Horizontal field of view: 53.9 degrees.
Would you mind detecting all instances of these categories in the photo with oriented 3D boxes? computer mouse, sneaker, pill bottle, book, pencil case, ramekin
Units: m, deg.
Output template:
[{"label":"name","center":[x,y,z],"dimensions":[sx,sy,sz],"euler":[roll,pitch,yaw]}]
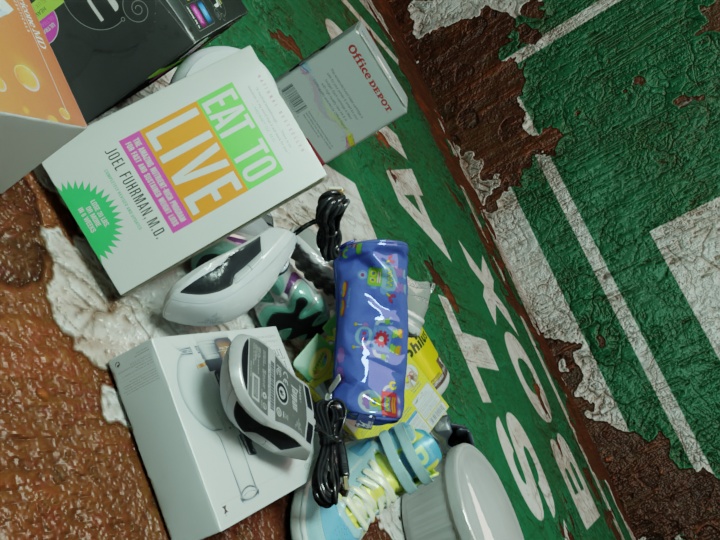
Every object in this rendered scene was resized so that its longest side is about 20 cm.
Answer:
[{"label":"computer mouse","center":[-0.067,0.121,0.598],"dimensions":[0.200,0.043,0.110],"euler":[53,25,-45]},{"label":"sneaker","center":[0.135,0.268,1.017],"dimensions":[0.200,0.080,0.074],"euler":[43,26,-44]},{"label":"pill bottle","center":[0.028,0.089,0.939],"dimensions":[0.201,0.109,0.109],"euler":[58,19,-10]},{"label":"book","center":[-0.148,-0.087,0.605],"dimensions":[0.134,0.199,0.048],"euler":[59,-13,-5]},{"label":"sneaker","center":[0.013,0.212,0.695],"dimensions":[0.080,0.130,0.200],"euler":[61,19,-9]},{"label":"sneaker","center":[0.000,0.000,0.852],"dimensions":[0.199,0.082,0.075],"euler":[34,-17,-15]},{"label":"sneaker","center":[-0.104,-0.017,0.788],"dimensions":[0.200,0.077,0.141],"euler":[44,26,-43]},{"label":"pencil case","center":[0.007,0.064,0.744],"dimensions":[0.086,0.078,0.202],"euler":[9,76,-25]},{"label":"pill bottle","center":[-0.142,-0.166,0.730],"dimensions":[0.113,0.112,0.200],"euler":[58,-9,-12]},{"label":"ramekin","center":[0.131,0.331,0.898],"dimensions":[0.203,0.094,0.203],"euler":[52,21,-29]},{"label":"computer mouse","center":[-0.087,0.000,0.651],"dimensions":[0.044,0.199,0.110],"euler":[50,-25,13]}]

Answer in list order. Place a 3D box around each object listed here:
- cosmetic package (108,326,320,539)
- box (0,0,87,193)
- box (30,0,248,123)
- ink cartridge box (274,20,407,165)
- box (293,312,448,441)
[{"label":"cosmetic package","center":[-0.110,0.130,0.612],"dimensions":[0.152,0.051,0.200],"euler":[68,19,9]},{"label":"box","center":[-0.287,-0.126,0.424],"dimensions":[0.125,0.097,0.200],"euler":[63,18,5]},{"label":"box","center":[-0.221,-0.254,0.695],"dimensions":[0.125,0.148,0.201],"euler":[55,20,-20]},{"label":"ink cartridge box","center":[-0.044,-0.265,1.100],"dimensions":[0.146,0.199,0.083],"euler":[54,20,-21]},{"label":"box","center":[0.008,0.133,0.824],"dimensions":[0.048,0.117,0.201],"euler":[9,-39,56]}]
